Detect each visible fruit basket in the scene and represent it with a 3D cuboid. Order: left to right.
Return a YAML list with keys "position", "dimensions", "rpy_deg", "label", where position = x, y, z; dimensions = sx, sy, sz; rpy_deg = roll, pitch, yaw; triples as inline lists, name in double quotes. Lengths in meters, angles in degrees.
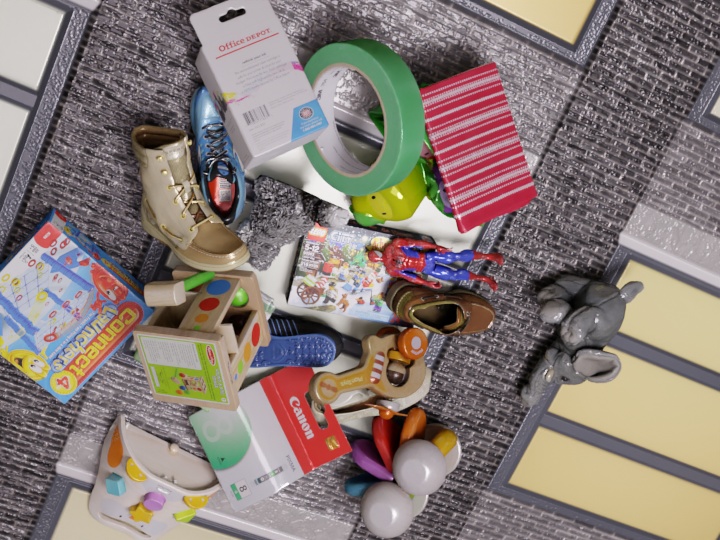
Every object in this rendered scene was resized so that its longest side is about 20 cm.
- position: [0.078, -0.135, 1.489]
  dimensions: [0.213, 0.155, 0.219]
  rpy_deg: [-4, 101, -22]
  label: "fruit basket"

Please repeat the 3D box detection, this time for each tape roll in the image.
- position: [-0.003, -0.202, 1.417]
  dimensions: [0.048, 0.199, 0.203]
  rpy_deg: [-21, 119, -41]
  label: "tape roll"

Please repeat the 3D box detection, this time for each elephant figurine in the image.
- position: [0.335, 0.116, 1.644]
  dimensions: [0.141, 0.154, 0.202]
  rpy_deg: [-40, 134, -39]
  label: "elephant figurine"

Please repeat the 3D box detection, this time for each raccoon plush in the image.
- position: [-0.109, -0.048, 1.464]
  dimensions: [0.096, 0.200, 0.136]
  rpy_deg: [19, 94, -29]
  label: "raccoon plush"

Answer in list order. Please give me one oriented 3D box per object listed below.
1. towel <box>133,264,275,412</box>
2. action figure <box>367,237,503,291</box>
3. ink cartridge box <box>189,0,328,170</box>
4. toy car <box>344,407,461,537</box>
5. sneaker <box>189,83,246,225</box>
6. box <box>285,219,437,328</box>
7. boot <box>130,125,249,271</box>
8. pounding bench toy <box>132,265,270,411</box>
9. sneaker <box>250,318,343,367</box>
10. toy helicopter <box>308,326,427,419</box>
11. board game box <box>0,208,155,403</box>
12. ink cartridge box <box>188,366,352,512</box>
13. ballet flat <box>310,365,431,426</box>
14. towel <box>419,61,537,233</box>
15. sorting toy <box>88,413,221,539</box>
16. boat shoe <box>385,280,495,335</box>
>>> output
- position: [-0.227, 0.085, 1.555]
  dimensions: [0.148, 0.031, 0.201]
  rpy_deg: [36, 106, 9]
  label: "towel"
- position: [0.106, -0.010, 1.545]
  dimensions: [0.197, 0.052, 0.066]
  rpy_deg: [7, 113, -10]
  label: "action figure"
- position: [-0.139, -0.250, 1.403]
  dimensions: [0.114, 0.068, 0.202]
  rpy_deg: [-25, 89, -19]
  label: "ink cartridge box"
- position: [0.053, 0.300, 1.647]
  dimensions: [0.149, 0.175, 0.201]
  rpy_deg: [38, 103, 11]
  label: "toy car"
- position: [-0.186, -0.155, 1.456]
  dimensions: [0.077, 0.090, 0.203]
  rpy_deg: [-8, 110, -6]
  label: "sneaker"
- position: [0.000, 0.000, 1.576]
  dimensions: [0.197, 0.038, 0.138]
  rpy_deg: [11, 109, -13]
  label: "box"
- position: [-0.227, -0.097, 1.412]
  dimensions: [0.072, 0.199, 0.157]
  rpy_deg: [-30, 135, -34]
  label: "boot"
- position: [-0.210, 0.054, 1.420]
  dimensions: [0.122, 0.157, 0.202]
  rpy_deg: [5, 130, 16]
  label: "pounding bench toy"
- position: [-0.122, 0.105, 1.583]
  dimensions: [0.197, 0.078, 0.071]
  rpy_deg: [8, 100, 12]
  label: "sneaker"
- position: [0.013, 0.161, 1.546]
  dimensions: [0.198, 0.079, 0.134]
  rpy_deg: [-12, 95, -34]
  label: "toy helicopter"
- position: [-0.427, 0.053, 1.515]
  dimensions: [0.200, 0.056, 0.196]
  rpy_deg: [-45, 111, 9]
  label: "board game box"
- position: [-0.136, 0.246, 1.600]
  dimensions: [0.198, 0.050, 0.162]
  rpy_deg: [-27, 89, 13]
  label: "ink cartridge box"
- position: [0.017, 0.189, 1.630]
  dimensions: [0.198, 0.068, 0.063]
  rpy_deg: [-21, 153, -1]
  label: "ballet flat"
- position: [0.156, -0.164, 1.435]
  dimensions: [0.144, 0.022, 0.202]
  rpy_deg: [-24, 101, -30]
  label: "towel"
- position: [-0.327, 0.346, 1.638]
  dimensions: [0.199, 0.107, 0.180]
  rpy_deg: [29, 123, -18]
  label: "sorting toy"
- position: [0.129, 0.069, 1.580]
  dimensions: [0.198, 0.068, 0.073]
  rpy_deg: [8, 109, -34]
  label: "boat shoe"
